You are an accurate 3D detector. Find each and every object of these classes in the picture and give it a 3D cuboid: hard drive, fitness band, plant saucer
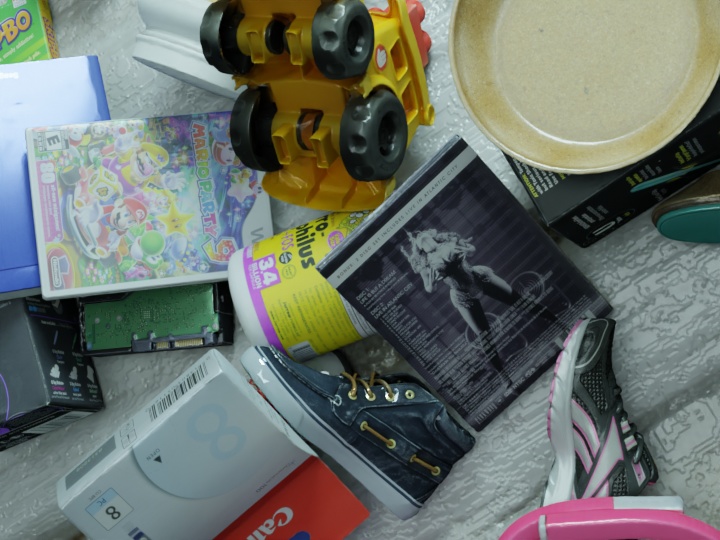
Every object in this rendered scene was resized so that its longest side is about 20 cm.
[{"bbox_3d":[-0.271,-0.082,1.293,0.130,0.025,0.202,-9,75,-19],"label":"hard drive"},{"bbox_3d":[0.192,0.242,1.130,0.197,0.037,0.145,-4,109,11],"label":"fitness band"},{"bbox_3d":[0.161,-0.164,1.061,0.198,0.035,0.203,-3,82,20],"label":"plant saucer"},{"bbox_3d":[-0.182,-0.029,1.326,0.138,0.038,0.203,-7,81,19],"label":"hard drive"}]

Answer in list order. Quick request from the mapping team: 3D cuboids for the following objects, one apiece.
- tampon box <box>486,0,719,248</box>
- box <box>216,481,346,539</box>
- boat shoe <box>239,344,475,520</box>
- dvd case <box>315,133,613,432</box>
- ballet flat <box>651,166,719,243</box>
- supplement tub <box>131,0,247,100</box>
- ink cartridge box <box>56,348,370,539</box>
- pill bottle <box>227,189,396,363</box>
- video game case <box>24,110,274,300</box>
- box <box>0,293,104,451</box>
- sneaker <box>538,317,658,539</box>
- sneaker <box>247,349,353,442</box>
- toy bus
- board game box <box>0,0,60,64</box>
[{"bbox_3d":[0.207,-0.129,1.140,0.199,0.150,0.127,-33,74,13],"label":"tampon box"},{"bbox_3d":[-0.104,0.200,1.204,0.199,0.048,0.122,36,98,-25],"label":"box"},{"bbox_3d":[-0.001,0.104,1.197,0.091,0.071,0.200,-46,112,2],"label":"boat shoe"},{"bbox_3d":[0.083,0.014,1.169,0.149,0.016,0.200,-42,114,6],"label":"dvd case"},{"bbox_3d":[0.322,-0.062,1.144,0.198,0.068,0.073,-2,63,19],"label":"ballet flat"},{"bbox_3d":[-0.103,-0.251,1.265,0.143,0.144,0.202,20,91,20],"label":"supplement tub"},{"bbox_3d":[-0.106,0.182,1.143,0.160,0.047,0.200,-40,113,3],"label":"ink cartridge box"},{"bbox_3d":[0.000,0.000,1.218,0.198,0.104,0.105,-21,78,8],"label":"pill bottle"},{"bbox_3d":[-0.175,-0.057,1.271,0.197,0.018,0.145,-6,83,-13],"label":"video game case"},{"bbox_3d":[-0.323,0.046,1.331,0.121,0.106,0.202,-21,77,14],"label":"box"},{"bbox_3d":[0.189,0.136,1.165,0.085,0.080,0.203,6,98,15],"label":"sneaker"},{"bbox_3d":[-0.104,0.128,1.244,0.200,0.108,0.068,-31,75,14],"label":"sneaker"},{"bbox_3d":[-0.013,-0.177,1.196,0.134,0.202,0.192,8,42,33],"label":"toy bus"},{"bbox_3d":[-0.318,-0.161,1.394,0.095,0.030,0.202,-17,81,16],"label":"board game box"}]
